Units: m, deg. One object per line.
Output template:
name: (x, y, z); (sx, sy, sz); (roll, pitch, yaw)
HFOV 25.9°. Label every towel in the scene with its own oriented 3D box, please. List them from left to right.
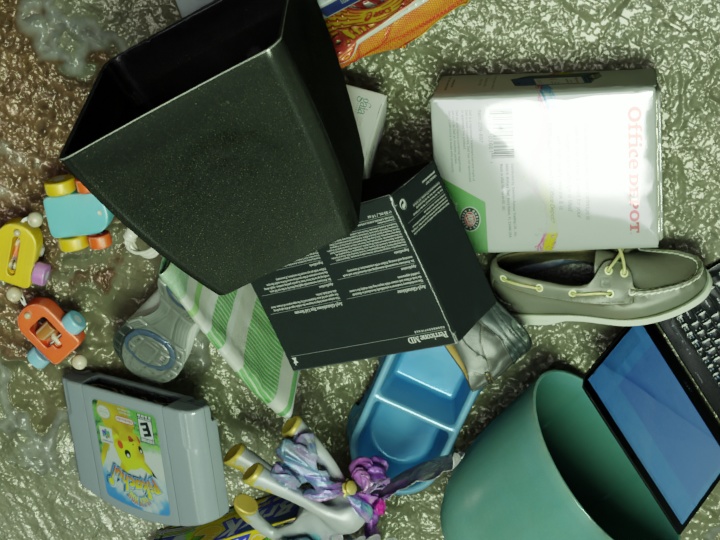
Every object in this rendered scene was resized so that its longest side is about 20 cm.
towel: (-0.107, 0.020, 1.410); (0.023, 0.153, 0.201); (-17, 127, 24)

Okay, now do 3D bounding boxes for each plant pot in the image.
plant pot: (-0.098, -0.104, 1.267); (0.198, 0.201, 0.178); (-25, 116, 15)
plant pot: (0.170, 0.219, 1.447); (0.161, 0.201, 0.201); (-39, 99, 27)

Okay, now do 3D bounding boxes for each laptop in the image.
laptop: (0.329, 0.104, 1.425); (0.199, 0.103, 0.178); (-31, 102, 17)

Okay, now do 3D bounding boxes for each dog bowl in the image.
dog bowl: (0.054, 0.129, 1.505); (0.110, 0.050, 0.202); (24, 111, 0)

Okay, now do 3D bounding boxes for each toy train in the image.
toy train: (-0.279, -0.006, 1.511); (0.150, 0.056, 0.200); (41, 113, -8)

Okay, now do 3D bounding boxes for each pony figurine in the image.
pony figurine: (-0.015, 0.223, 1.435); (0.200, 0.167, 0.192); (41, 140, -17)

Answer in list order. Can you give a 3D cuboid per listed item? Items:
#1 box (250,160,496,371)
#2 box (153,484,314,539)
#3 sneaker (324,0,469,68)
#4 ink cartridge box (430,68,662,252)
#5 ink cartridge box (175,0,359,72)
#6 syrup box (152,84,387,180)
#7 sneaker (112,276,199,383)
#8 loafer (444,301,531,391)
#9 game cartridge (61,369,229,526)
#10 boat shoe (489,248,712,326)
box: (0.000, 0.000, 1.370); (0.199, 0.079, 0.142); (-12, 108, 41)
box: (-0.114, 0.278, 1.571); (0.198, 0.070, 0.065); (-18, 108, 14)
sneaker: (0.010, -0.210, 1.369); (0.198, 0.077, 0.074); (-25, 61, 7)
ink cartridge box: (0.168, -0.098, 1.390); (0.197, 0.088, 0.147); (-1, 109, 11)
ink cartridge box: (-0.083, -0.301, 1.344); (0.198, 0.041, 0.202); (-26, 80, 16)
syrup box: (-0.081, -0.131, 1.405); (0.198, 0.079, 0.082); (15, 151, 3)
sneaker: (-0.169, 0.035, 1.496); (0.074, 0.087, 0.200); (40, 129, -2)
loafer: (0.063, 0.024, 1.428); (0.200, 0.073, 0.072); (42, 82, 18)
game cartridge: (-0.212, 0.176, 1.520); (0.198, 0.040, 0.135); (9, 117, 40)
boat shoe: (0.215, 0.007, 1.415); (0.199, 0.073, 0.061); (-4, 134, 17)
